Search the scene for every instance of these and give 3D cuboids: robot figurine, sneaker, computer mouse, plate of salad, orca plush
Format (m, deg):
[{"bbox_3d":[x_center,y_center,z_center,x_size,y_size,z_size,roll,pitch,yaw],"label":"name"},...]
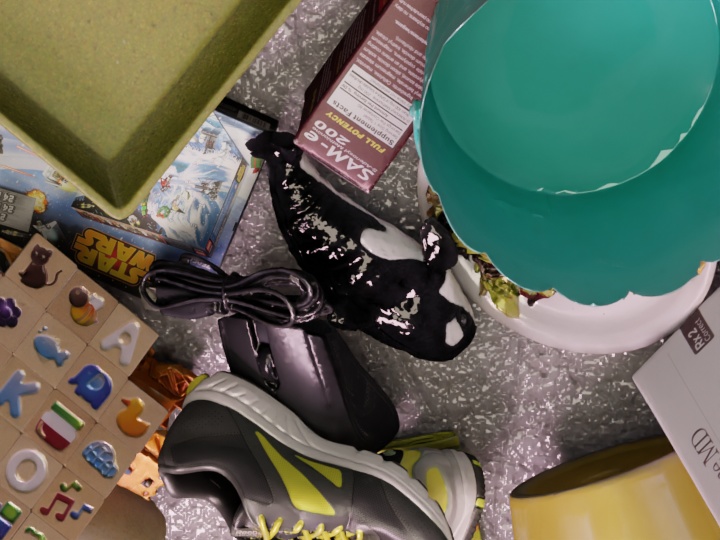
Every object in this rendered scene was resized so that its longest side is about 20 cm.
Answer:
[{"bbox_3d":[-0.195,0.052,1.368,0.200,0.145,0.058,38,117,-20],"label":"robot figurine"},{"bbox_3d":[0.013,0.205,1.420,0.076,0.075,0.202,16,99,-18],"label":"sneaker"},{"bbox_3d":[-0.037,0.146,1.331,0.199,0.085,0.075,29,145,10],"label":"sneaker"},{"bbox_3d":[-0.048,0.069,1.361,0.138,0.053,0.200,3,147,37],"label":"computer mouse"},{"bbox_3d":[0.122,-0.027,1.334,0.199,0.048,0.201,15,129,20],"label":"plate of salad"},{"bbox_3d":[0.000,0.000,1.342,0.104,0.071,0.201,-10,131,28],"label":"orca plush"}]

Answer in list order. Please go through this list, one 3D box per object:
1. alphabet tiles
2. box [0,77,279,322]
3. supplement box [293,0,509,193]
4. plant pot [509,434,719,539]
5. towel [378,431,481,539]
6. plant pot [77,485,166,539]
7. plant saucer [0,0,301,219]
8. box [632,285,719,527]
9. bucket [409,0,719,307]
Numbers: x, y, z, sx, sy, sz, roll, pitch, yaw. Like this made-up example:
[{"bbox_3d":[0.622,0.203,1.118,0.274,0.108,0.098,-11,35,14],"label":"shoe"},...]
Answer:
[{"bbox_3d":[-0.216,0.087,1.297,0.166,0.006,0.201,40,74,-14],"label":"alphabet tiles"},{"bbox_3d":[-0.168,-0.070,1.372,0.199,0.040,0.138,24,108,-5],"label":"box"},{"bbox_3d":[0.040,-0.154,1.293,0.061,0.109,0.200,34,109,-10],"label":"supplement box"},{"bbox_3d":[0.183,0.213,1.382,0.199,0.201,0.190,-18,91,10],"label":"plant pot"},{"bbox_3d":[0.046,0.207,1.469,0.085,0.018,0.202,-11,109,8],"label":"towel"},{"bbox_3d":[-0.234,0.175,1.399,0.183,0.201,0.201,28,109,-19],"label":"plant pot"},{"bbox_3d":[-0.161,-0.168,1.303,0.200,0.048,0.200,40,81,-10],"label":"plant saucer"},{"bbox_3d":[0.299,0.119,1.299,0.199,0.199,0.131,33,108,-31],"label":"box"},{"bbox_3d":[0.126,-0.096,1.188,0.205,0.135,0.209,-1,114,-2],"label":"bucket"}]
